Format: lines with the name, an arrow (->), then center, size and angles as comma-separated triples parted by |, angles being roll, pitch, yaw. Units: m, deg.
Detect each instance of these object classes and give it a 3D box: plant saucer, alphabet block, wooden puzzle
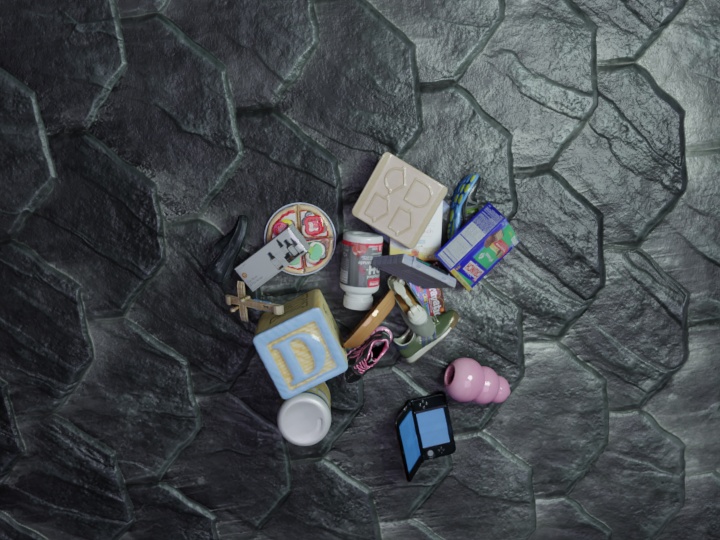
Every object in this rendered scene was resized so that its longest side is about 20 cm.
plant saucer -> 0.029, 0.136, 1.580 | 0.037, 0.200, 0.201 | 41, 97, 2
alphabet block -> -0.158, 0.192, 1.580 | 0.194, 0.200, 0.197 | -23, 104, 1
wooden puzzle -> 0.101, -0.183, 1.544 | 0.199, 0.046, 0.187 | 29, 100, -10

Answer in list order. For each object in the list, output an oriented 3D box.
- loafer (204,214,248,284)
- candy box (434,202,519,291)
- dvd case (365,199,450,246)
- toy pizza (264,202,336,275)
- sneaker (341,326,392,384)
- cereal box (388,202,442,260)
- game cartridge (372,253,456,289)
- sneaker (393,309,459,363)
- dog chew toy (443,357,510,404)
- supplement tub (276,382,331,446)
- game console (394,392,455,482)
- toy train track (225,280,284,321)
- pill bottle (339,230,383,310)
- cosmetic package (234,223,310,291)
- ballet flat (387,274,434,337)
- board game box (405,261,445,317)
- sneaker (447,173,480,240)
loafer -> -0.358, -0.059, 1.577 | 0.070, 0.068, 0.202 | 22, 103, -18
candy box -> 0.315, -0.059, 1.580 | 0.200, 0.169, 0.077 | -44, 57, 7
dvd case -> 0.132, -0.152, 1.620 | 0.143, 0.018, 0.200 | 43, 95, -12
toy pizza -> -0.165, -0.083, 1.606 | 0.197, 0.032, 0.203 | -1, 102, -4
sneaker -> 0.016, 0.249, 1.659 | 0.079, 0.095, 0.201 | 37, 99, -12
cereal box -> 0.149, -0.129, 1.596 | 0.142, 0.040, 0.203 | 0, 102, -3
game cartridge -> 0.144, 0.003, 1.545 | 0.199, 0.129, 0.039 | 24, 69, -35
sneaker -> 0.177, 0.166, 1.647 | 0.200, 0.067, 0.090 | -43, 107, 9
dog chew toy -> 0.341, 0.327, 1.691 | 0.198, 0.125, 0.126 | 19, 100, -16
supplement tub -> -0.153, 0.372, 1.618 | 0.143, 0.200, 0.147 | -1, 103, -3
game console -> 0.192, 0.483, 1.710 | 0.170, 0.119, 0.202 | -13, 103, -1
toy train track -> -0.293, 0.094, 1.578 | 0.198, 0.032, 0.116 | 8, 110, 30
pill bottle -> 0.000, 0.000, 1.596 | 0.109, 0.111, 0.203 | 3, 102, -5
cosmetic package -> -0.237, -0.034, 1.578 | 0.199, 0.051, 0.083 | -35, 99, 18
ballet flat -> 0.133, 0.095, 1.610 | 0.067, 0.064, 0.201 | -33, 74, -2
board game box -> 0.185, 0.079, 1.674 | 0.102, 0.019, 0.203 | -12, 103, -3
sneaker -> 0.294, -0.165, 1.610 | 0.082, 0.071, 0.202 | 5, 104, -18
